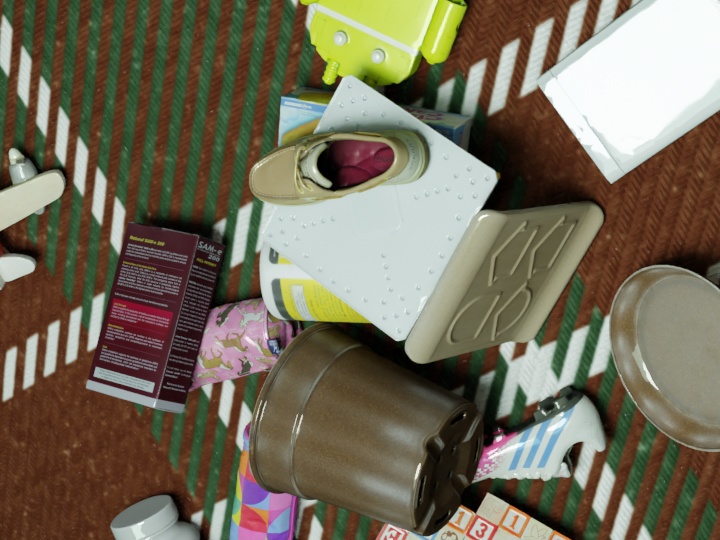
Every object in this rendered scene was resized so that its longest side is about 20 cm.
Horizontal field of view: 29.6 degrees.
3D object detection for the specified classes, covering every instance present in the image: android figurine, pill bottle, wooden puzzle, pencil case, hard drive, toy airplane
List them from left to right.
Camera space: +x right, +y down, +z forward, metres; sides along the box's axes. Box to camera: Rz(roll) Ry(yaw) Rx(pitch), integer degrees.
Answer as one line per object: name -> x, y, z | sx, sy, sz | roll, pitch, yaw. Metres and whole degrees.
toy airplane -> -0.476, -0.070, 1.656 | 0.198, 0.142, 0.200 | 11, 131, -22
pill bottle -> -0.240, 0.394, 1.728 | 0.112, 0.112, 0.201 | -16, 103, 26
pencil case -> -0.168, 0.092, 1.608 | 0.199, 0.087, 0.083 | -15, 138, 26
pencil case -> -0.112, 0.275, 1.651 | 0.088, 0.088, 0.202 | 17, 116, 15
pill bottle -> 0.000, 0.000, 1.487 | 0.198, 0.114, 0.115 | 2, 110, 21
android figurine -> 0.018, -0.277, 1.418 | 0.181, 0.041, 0.201 | 28, 113, 10
wooden puzzle -> 0.143, 0.004, 1.402 | 0.046, 0.199, 0.186 | 45, 122, 32
hard drive -> 0.291, -0.195, 1.348 | 0.199, 0.027, 0.132 | -36, 94, 28

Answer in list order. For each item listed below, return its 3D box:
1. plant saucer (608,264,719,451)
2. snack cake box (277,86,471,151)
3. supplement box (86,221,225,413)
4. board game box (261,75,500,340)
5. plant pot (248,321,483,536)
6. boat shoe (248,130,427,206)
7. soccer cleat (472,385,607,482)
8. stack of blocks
plant saucer -> 0.338, 0.086, 1.387 | 0.200, 0.032, 0.202 | 33, 133, 43
snack cake box -> 0.012, -0.121, 1.463 | 0.198, 0.067, 0.116 | 12, 110, 18
supplement box -> -0.237, 0.053, 1.573 | 0.108, 0.061, 0.202 | 12, 85, 30
board game box -> 0.019, -0.065, 1.396 | 0.199, 0.026, 0.201 | 36, 107, 21
plant pot -> 0.015, 0.183, 1.477 | 0.197, 0.200, 0.202 | 20, 116, 28
boat shoe -> -0.034, -0.107, 1.368 | 0.198, 0.066, 0.075 | -11, 87, 26
soccer cleat -> 0.183, 0.208, 1.513 | 0.199, 0.070, 0.087 | -33, 91, 27
stack of blocks -> 0.128, 0.315, 1.545 | 0.199, 0.116, 0.059 | 28, 158, 12
